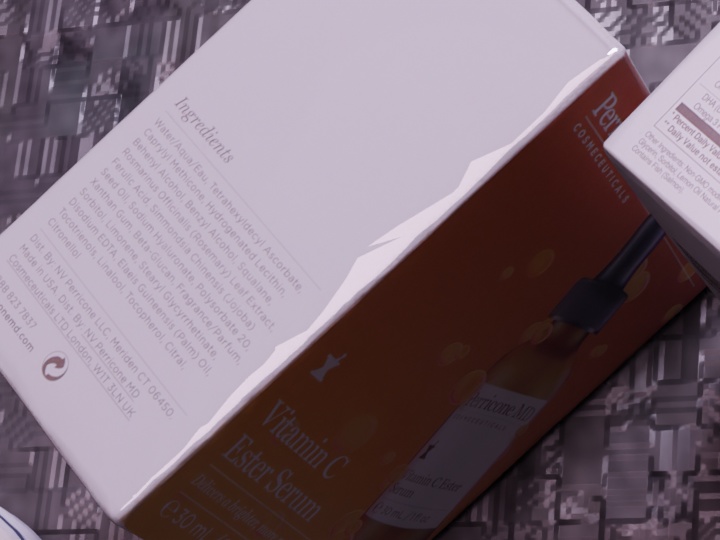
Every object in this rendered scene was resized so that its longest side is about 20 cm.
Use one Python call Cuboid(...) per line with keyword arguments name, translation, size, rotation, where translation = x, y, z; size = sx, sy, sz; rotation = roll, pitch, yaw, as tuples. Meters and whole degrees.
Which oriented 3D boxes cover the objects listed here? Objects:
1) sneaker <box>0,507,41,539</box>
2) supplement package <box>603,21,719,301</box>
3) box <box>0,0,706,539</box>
Cuboid(name="sneaker", translation=(-0.192, 0.092, 0.839), size=(0.199, 0.071, 0.073), rotation=(18, 76, 29))
Cuboid(name="supplement package", translation=(0.206, -0.036, 0.673), size=(0.200, 0.152, 0.151), rotation=(-46, 58, 2))
Cuboid(name="box", translation=(0.000, 0.000, 0.749), size=(0.200, 0.152, 0.106), rotation=(-43, 58, 2))
